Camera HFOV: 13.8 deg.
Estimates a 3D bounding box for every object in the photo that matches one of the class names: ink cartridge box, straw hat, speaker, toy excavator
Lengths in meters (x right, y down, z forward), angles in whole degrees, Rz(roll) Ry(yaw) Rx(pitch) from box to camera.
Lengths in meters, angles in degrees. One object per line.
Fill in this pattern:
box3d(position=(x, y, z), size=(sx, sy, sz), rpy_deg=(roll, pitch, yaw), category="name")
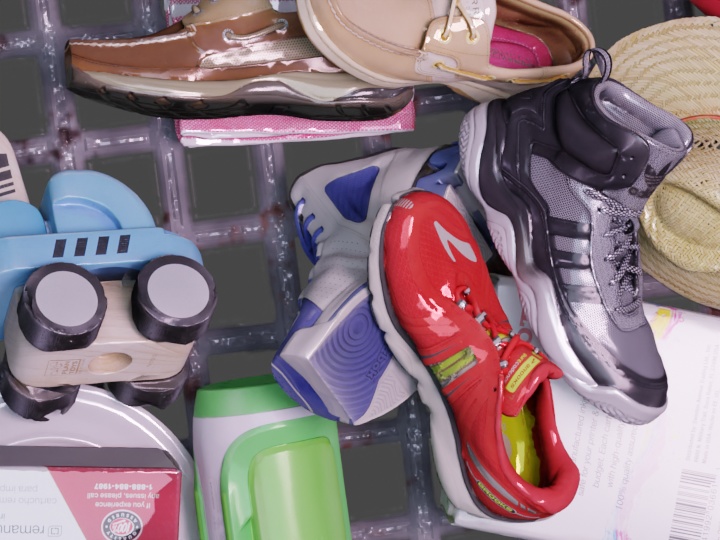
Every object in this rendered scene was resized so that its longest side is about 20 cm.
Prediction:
box3d(position=(-0.178, 0.203, 1.667), size=(0.145, 0.083, 0.202), rpy_deg=(1, 95, -12), category="ink cartridge box")
box3d(position=(0.156, 0.091, 1.720), size=(0.199, 0.088, 0.146), rpy_deg=(11, 91, -4), category="ink cartridge box")
box3d(position=(0.203, -0.039, 1.674), size=(0.200, 0.085, 0.202), rpy_deg=(9, 121, 16), category="straw hat")
box3d(position=(-0.046, 0.163, 1.715), size=(0.088, 0.088, 0.202), rpy_deg=(-8, 93, -2), category="speaker")
box3d(position=(-0.191, -0.024, 1.699), size=(0.193, 0.100, 0.201), rpy_deg=(-3, 59, -18), category="toy excavator")

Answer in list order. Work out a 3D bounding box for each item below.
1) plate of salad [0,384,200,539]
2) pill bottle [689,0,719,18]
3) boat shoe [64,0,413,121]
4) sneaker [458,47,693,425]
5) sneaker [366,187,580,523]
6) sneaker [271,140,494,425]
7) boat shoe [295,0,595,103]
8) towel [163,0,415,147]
box3d(position=(-0.183, 0.163, 1.729), size=(0.199, 0.048, 0.202), rpy_deg=(-1, 97, -11), category="plate of salad")
box3d(position=(0.208, -0.212, 1.697), size=(0.200, 0.112, 0.112), rpy_deg=(42, 90, -3), category="pill bottle")
box3d(position=(-0.069, -0.125, 1.685), size=(0.199, 0.076, 0.074), rpy_deg=(1, 85, -14), category="boat shoe")
box3d(position=(0.138, -0.021, 1.621), size=(0.114, 0.075, 0.201), rpy_deg=(-32, 80, 32), category="sneaker")
box3d(position=(0.071, 0.044, 1.615), size=(0.077, 0.085, 0.201), rpy_deg=(-34, 109, -34), category="sneaker")
box3d(position=(0.000, -0.001, 1.690), size=(0.200, 0.115, 0.081), rpy_deg=(-54, 130, -30), category="sneaker")
box3d(position=(0.051, -0.141, 1.664), size=(0.199, 0.069, 0.074), rpy_deg=(9, 63, -43), category="boat shoe")
box3d(position=(-0.044, -0.176, 1.729), size=(0.145, 0.030, 0.202), rpy_deg=(-4, 92, -3), category="towel")
